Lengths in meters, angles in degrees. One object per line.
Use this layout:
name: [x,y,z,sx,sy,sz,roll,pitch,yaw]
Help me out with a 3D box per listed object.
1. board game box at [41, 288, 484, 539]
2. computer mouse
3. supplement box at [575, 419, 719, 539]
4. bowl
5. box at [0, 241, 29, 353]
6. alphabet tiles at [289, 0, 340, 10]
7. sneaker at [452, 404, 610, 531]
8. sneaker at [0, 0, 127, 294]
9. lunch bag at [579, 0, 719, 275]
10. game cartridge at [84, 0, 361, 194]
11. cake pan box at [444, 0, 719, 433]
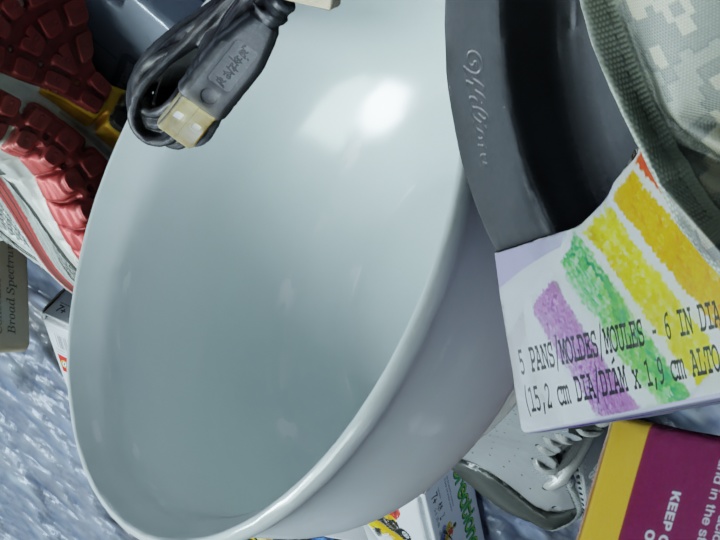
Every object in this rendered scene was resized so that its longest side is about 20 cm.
board game box: [-0.037,0.085,1.165,0.199,0.035,0.127,24,146,30]
computer mouse: [-0.085,-0.133,0.890,0.200,0.044,0.110,46,119,22]
supplement box: [0.173,0.120,0.841,0.199,0.104,0.131,10,170,45]
bowl: [0.000,0.000,0.872,0.090,0.202,0.201,22,164,-33]
box: [-0.234,-0.008,1.097,0.077,0.199,0.096,0,94,50]
alphabet tiles: [-0.055,-0.166,0.762,0.199,0.008,0.168,16,112,20]
sneaker: [0.076,0.040,0.945,0.115,0.075,0.200,44,157,-24]
sneaker: [-0.127,-0.057,0.968,0.200,0.078,0.082,53,150,-19]
lunch bag: [0.119,-0.103,0.528,0.117,0.163,0.201,-4,107,53]
game cartridge: [-0.060,-0.034,1.033,0.133,0.040,0.200,43,152,4]
cake pan box: [0.092,-0.061,0.697,0.200,0.052,0.186,-15,81,59]
